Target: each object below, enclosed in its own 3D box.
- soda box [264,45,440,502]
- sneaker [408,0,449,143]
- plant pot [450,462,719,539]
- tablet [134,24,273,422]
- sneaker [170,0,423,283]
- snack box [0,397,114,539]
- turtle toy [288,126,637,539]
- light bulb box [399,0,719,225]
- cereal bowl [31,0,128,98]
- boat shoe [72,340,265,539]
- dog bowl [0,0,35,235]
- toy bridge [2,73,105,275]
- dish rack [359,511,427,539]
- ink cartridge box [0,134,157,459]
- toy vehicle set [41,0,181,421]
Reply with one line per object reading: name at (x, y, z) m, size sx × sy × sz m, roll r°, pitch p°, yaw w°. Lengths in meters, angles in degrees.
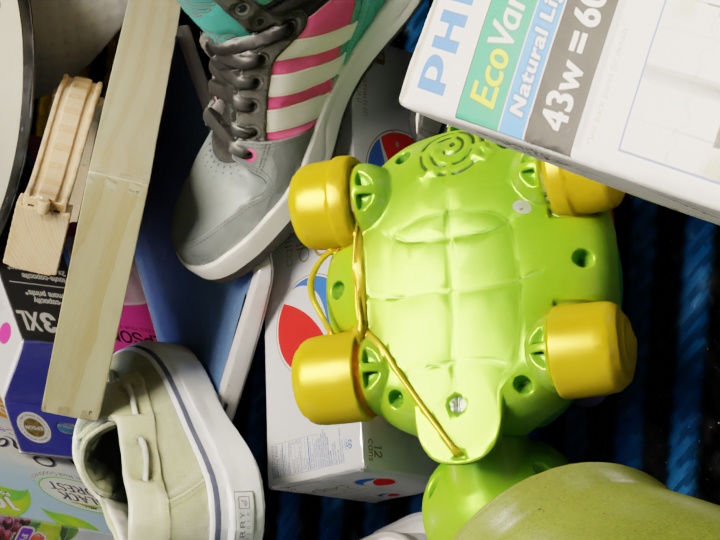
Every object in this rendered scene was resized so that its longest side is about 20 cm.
soda box at (0.000, 0.000, 1.075) m, size 0.064 × 0.068 × 0.201 m, roll -16°, pitch 69°, yaw 43°
sneaker at (0.067, -0.145, 1.053) m, size 0.088 × 0.076 × 0.201 m, roll 31°, pitch 100°, yaw 61°
plant pot at (0.115, 0.164, 0.843) m, size 0.193 × 0.200 × 0.201 m, roll 42°, pitch 111°, yaw 56°
tablet at (-0.080, -0.013, 1.151) m, size 0.200 × 0.014 × 0.130 m, roll -111°, pitch 32°, yaw -48°
sneaker at (-0.053, -0.098, 1.012) m, size 0.084 × 0.121 × 0.200 m, roll 37°, pitch 101°, yaw 49°
snack box at (-0.182, 0.097, 1.188) m, size 0.200 × 0.142 × 0.053 m, roll 40°, pitch 108°, yaw 45°
turtle toy at (0.051, 0.031, 0.987) m, size 0.145 × 0.101 × 0.201 m, roll -7°, pitch 74°, yaw 19°
light bulb box at (0.159, -0.070, 0.829) m, size 0.200 × 0.198 × 0.125 m, roll 23°, pitch 95°, yaw 46°
cereal bowl at (-0.172, -0.195, 1.258) m, size 0.200 × 0.083 × 0.201 m, roll -37°, pitch 38°, yaw 37°
boat shoe at (-0.098, 0.078, 1.079) m, size 0.200 × 0.062 × 0.072 m, roll -145°, pitch 60°, yaw -66°
dog bowl at (-0.238, -0.094, 1.190) m, size 0.200 × 0.074 × 0.201 m, roll -4°, pitch 85°, yaw 56°
toy bridge at (-0.144, -0.058, 1.159) m, size 0.200 × 0.027 × 0.067 m, roll -95°, pitch 19°, yaw -72°
dish rack at (-0.023, 0.212, 1.066) m, size 0.200 × 0.043 × 0.172 m, roll -30°, pitch 60°, yaw 39°
ink cartridge box at (-0.156, 0.010, 1.216) m, size 0.037 × 0.094 × 0.200 m, roll -47°, pitch 50°, yaw 33°
toy vehicle set at (-0.115, -0.036, 1.111) m, size 0.200 × 0.026 × 0.125 m, roll -90°, pitch 13°, yaw -61°
